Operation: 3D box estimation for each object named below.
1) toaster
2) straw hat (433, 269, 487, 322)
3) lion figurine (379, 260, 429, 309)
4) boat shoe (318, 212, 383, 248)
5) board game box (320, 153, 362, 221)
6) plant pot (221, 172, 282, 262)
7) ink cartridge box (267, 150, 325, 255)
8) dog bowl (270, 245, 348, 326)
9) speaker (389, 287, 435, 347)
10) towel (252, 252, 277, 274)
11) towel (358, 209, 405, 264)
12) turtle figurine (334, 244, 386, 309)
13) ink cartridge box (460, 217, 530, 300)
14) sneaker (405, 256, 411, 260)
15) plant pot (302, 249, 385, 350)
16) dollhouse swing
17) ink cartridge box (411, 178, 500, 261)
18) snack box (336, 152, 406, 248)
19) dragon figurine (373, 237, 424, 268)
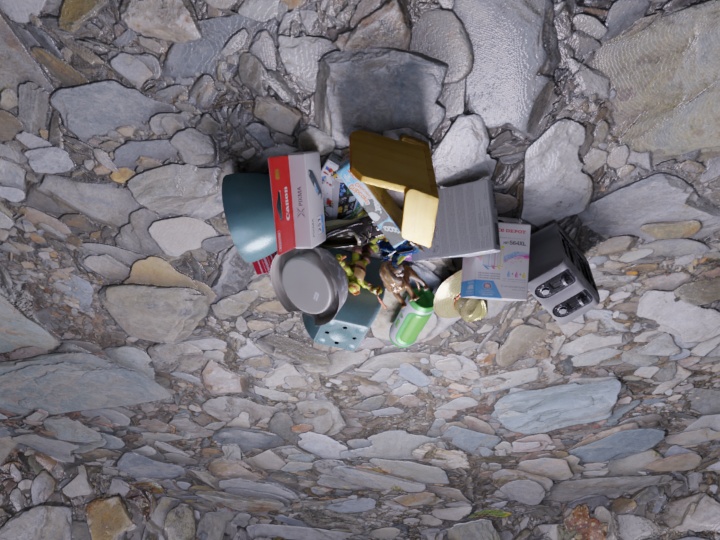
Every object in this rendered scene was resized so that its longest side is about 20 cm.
[{"bbox_3d":[0.475,0.001,1.494,0.118,0.200,0.181,-31,123,28],"label":"toaster"},{"bbox_3d":[0.294,0.087,1.622,0.200,0.085,0.201,-13,138,-12],"label":"straw hat"},{"bbox_3d":[0.107,0.022,1.572,0.072,0.200,0.123,-34,88,14],"label":"lion figurine"},{"bbox_3d":[-0.002,-0.084,1.400,0.199,0.065,0.073,-11,137,13],"label":"boat shoe"},{"bbox_3d":[-0.059,-0.161,1.412,0.126,0.035,0.200,30,134,-9],"label":"board game box"},{"bbox_3d":[-0.206,-0.130,1.361,0.134,0.201,0.200,-13,138,6],"label":"plant pot"},{"bbox_3d":[-0.127,-0.144,1.284,0.045,0.176,0.201,0,103,17],"label":"ink cartridge box"},{"bbox_3d":[-0.116,0.029,1.437,0.200,0.059,0.201,17,123,29],"label":"dog bowl"},{"bbox_3d":[0.145,0.135,1.732,0.088,0.089,0.200,11,139,-11],"label":"speaker"},{"bbox_3d":[-0.199,-0.070,1.492,0.199,0.022,0.145,-10,111,28],"label":"towel"},{"bbox_3d":[0.036,-0.099,1.452,0.200,0.018,0.086,37,128,-2],"label":"towel"},{"bbox_3d":[0.000,0.000,1.518,0.200,0.162,0.064,36,141,-29],"label":"turtle figurine"},{"bbox_3d":[0.316,-0.032,1.446,0.128,0.201,0.125,4,177,-4],"label":"ink cartridge box"},{"bbox_3d":[0.145,-0.079,1.500,0.200,0.073,0.114,-10,143,30],"label":"sneaker"},{"bbox_3d":[-0.046,0.090,1.600,0.195,0.200,0.197,13,139,-13],"label":"plant pot"},{"bbox_3d":[0.061,-0.172,1.275,0.175,0.200,0.182,1,134,-3],"label":"dollhouse swing"},{"bbox_3d":[0.210,-0.109,1.395,0.199,0.163,0.057,-9,170,33],"label":"ink cartridge box"},{"bbox_3d":[0.029,-0.152,1.289,0.037,0.116,0.200,-33,107,19],"label":"snack box"},{"bbox_3d":[0.082,-0.044,1.358,0.099,0.200,0.059,-33,105,5],"label":"dragon figurine"}]
